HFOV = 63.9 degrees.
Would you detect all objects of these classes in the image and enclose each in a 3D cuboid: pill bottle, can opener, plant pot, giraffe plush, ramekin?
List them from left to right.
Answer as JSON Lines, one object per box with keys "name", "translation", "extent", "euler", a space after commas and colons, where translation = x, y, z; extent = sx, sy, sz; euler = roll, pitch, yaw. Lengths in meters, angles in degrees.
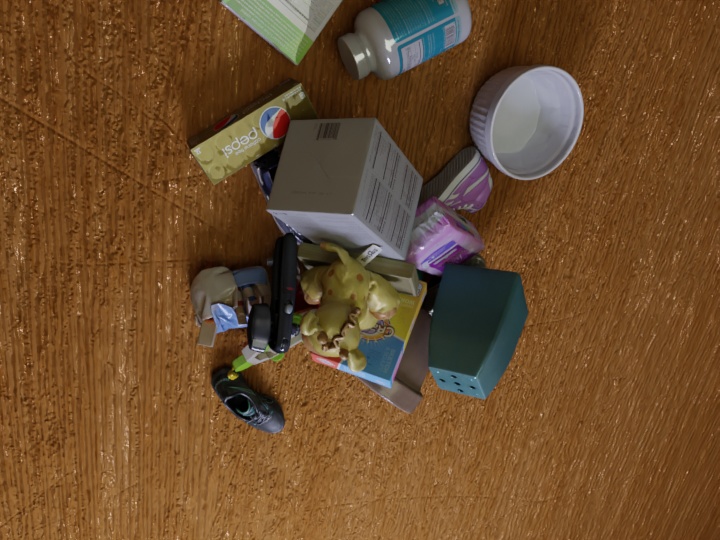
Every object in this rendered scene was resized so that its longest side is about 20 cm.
{"name": "can opener", "translation": [-0.128, 0.036, 0.935], "extent": [0.078, 0.063, 0.201], "euler": [20, 73, -41]}
{"name": "giraffe plush", "translation": [-0.030, 0.072, 0.913], "extent": [0.172, 0.163, 0.200], "euler": [21, 145, -1]}
{"name": "plant pot", "translation": [0.070, 0.148, 1.131], "extent": [0.200, 0.200, 0.175], "euler": [38, 87, -33]}
{"name": "pill bottle", "translation": [0.066, -0.376, 0.912], "extent": [0.199, 0.111, 0.111], "euler": [-29, 122, -8]}
{"name": "plant pot", "translation": [0.203, 0.115, 1.043], "extent": [0.201, 0.141, 0.142], "euler": [-65, 147, -28]}
{"name": "ramekin", "translation": [0.295, -0.278, 1.062], "extent": [0.199, 0.105, 0.201], "euler": [-10, 118, -19]}

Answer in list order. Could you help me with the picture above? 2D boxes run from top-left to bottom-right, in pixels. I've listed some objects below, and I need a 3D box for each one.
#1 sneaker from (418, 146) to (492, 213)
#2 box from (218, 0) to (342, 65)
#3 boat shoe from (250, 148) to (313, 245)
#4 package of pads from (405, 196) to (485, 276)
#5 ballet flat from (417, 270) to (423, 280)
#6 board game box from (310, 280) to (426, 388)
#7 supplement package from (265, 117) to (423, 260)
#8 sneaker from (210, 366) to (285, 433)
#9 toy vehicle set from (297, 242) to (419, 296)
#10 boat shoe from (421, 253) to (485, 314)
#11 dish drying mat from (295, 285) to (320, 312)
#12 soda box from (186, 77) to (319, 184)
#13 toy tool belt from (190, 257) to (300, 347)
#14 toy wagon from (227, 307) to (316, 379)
{"name": "sneaker", "translation": [0.174, -0.127, 1.105], "extent": [0.200, 0.073, 0.114], "euler": [-41, 126, 0]}
{"name": "box", "translation": [-0.095, -0.435, 0.860], "extent": [0.144, 0.036, 0.200], "euler": [33, 97, -32]}
{"name": "boat shoe", "translation": [-0.118, -0.110, 0.973], "extent": [0.074, 0.093, 0.200], "euler": [-34, 123, -5]}
{"name": "package of pads", "translation": [0.137, -0.055, 1.058], "extent": [0.120, 0.076, 0.200], "euler": [-34, 156, 21]}
{"name": "ballet flat", "translation": [0.056, -0.043, 1.101], "extent": [0.064, 0.076, 0.201], "euler": [-15, 120, 23]}
{"name": "board game box", "translation": [0.019, 0.093, 1.051], "extent": [0.040, 0.152, 0.201], "euler": [79, 30, -61]}
{"name": "supplement package", "translation": [-0.016, -0.122, 0.908], "extent": [0.200, 0.151, 0.152], "euler": [35, 66, -58]}
{"name": "sneaker", "translation": [-0.216, 0.272, 1.128], "extent": [0.075, 0.079, 0.200], "euler": [-42, 124, 0]}
{"name": "toy vehicle set", "translation": [0.000, 0.000, 1.007], "extent": [0.199, 0.124, 0.027], "euler": [11, 76, 11]}
{"name": "boat shoe", "translation": [0.177, 0.033, 1.189], "extent": [0.074, 0.062, 0.200], "euler": [33, 114, -19]}
{"name": "dish drying mat", "translation": [-0.046, 0.056, 1.130], "extent": [0.199, 0.018, 0.077], "euler": [-8, 118, -20]}
{"name": "soda box", "translation": [-0.170, -0.221, 0.914], "extent": [0.199, 0.064, 0.068], "euler": [-33, 123, -5]}
{"name": "toy tool belt", "translation": [-0.190, 0.062, 1.001], "extent": [0.199, 0.123, 0.125], "euler": [-10, 152, -17]}
{"name": "toy wagon", "translation": [-0.159, 0.134, 1.057], "extent": [0.199, 0.040, 0.155], "euler": [-29, 166, -5]}
